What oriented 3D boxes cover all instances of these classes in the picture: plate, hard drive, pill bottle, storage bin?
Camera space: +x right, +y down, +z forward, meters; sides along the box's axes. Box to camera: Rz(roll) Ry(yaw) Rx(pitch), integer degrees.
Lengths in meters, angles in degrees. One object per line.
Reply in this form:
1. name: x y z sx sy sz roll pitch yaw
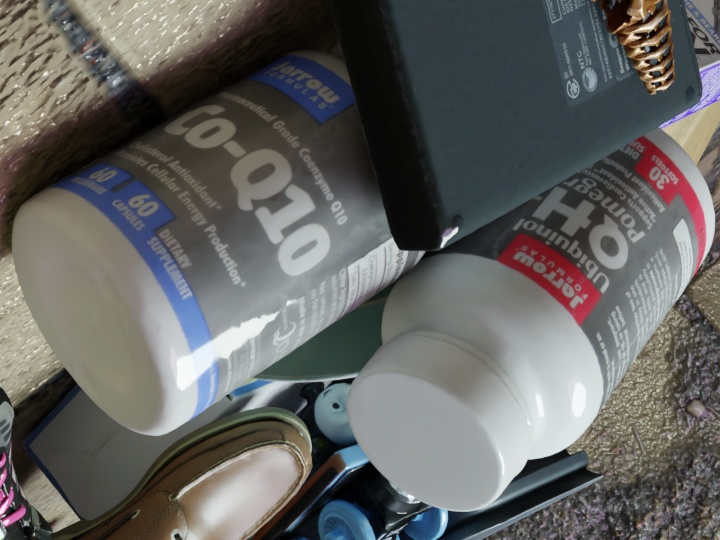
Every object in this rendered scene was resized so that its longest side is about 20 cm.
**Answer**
1. plate: 0.000 0.000 0.994 0.199 0.026 0.200 -11 -155 5
2. hard drive: 0.071 -0.108 0.799 0.033 0.140 0.200 -1 -160 44
3. pill bottle: -0.040 -0.026 0.800 0.200 0.114 0.114 -34 167 -29
4. storage bin: 0.046 0.115 1.199 0.145 0.135 0.200 -18 168 -37
5. pill bottle: 0.079 0.018 0.864 0.200 0.111 0.111 -48 177 -39

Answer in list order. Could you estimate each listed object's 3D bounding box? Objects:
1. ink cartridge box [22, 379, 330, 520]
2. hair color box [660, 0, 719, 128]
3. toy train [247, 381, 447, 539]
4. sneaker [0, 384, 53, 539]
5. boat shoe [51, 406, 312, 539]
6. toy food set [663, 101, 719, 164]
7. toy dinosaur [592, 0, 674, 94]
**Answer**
1. ink cartridge box: -0.089 0.072 1.115 0.136 0.076 0.200 -44 166 25
2. hair color box: 0.156 -0.139 0.994 0.200 0.109 0.065 -26 161 -51
3. toy train: -0.029 0.146 1.115 0.086 0.115 0.200 -19 159 -39
4. sneaker: -0.194 0.117 0.926 0.074 0.088 0.200 -33 167 -26
5. boat shoe: -0.106 0.153 0.997 0.200 0.072 0.068 -36 -152 6
6. toy food set: 0.174 -0.060 1.165 0.200 0.049 0.198 -56 168 -16
7. toy dinosaur: 0.121 -0.169 0.767 0.136 0.102 0.200 -36 158 -30
